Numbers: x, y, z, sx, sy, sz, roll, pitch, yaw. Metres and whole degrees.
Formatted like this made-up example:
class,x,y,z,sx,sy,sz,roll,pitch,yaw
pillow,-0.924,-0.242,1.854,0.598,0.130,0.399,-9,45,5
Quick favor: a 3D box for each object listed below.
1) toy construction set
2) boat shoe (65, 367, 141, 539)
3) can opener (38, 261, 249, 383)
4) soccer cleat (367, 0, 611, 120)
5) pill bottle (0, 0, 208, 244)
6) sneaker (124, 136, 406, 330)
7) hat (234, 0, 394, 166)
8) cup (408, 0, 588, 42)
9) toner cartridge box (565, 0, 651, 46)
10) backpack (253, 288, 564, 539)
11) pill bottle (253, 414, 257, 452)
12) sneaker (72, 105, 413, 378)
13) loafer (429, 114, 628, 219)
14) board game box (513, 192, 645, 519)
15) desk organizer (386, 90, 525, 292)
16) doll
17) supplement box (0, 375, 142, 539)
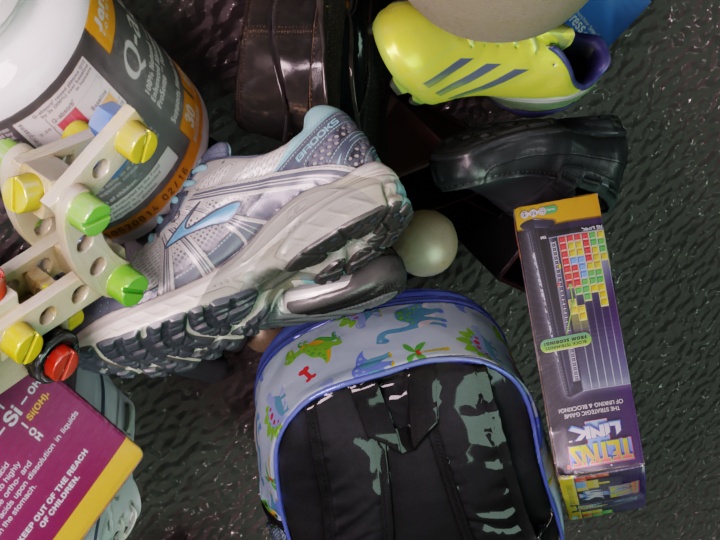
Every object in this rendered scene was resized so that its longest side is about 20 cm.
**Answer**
class,x,y,z,sx,sy,sz,roll,pitch,yaw
toy construction set,-0.183,0.005,0.950,0.199,0.092,0.132,-23,139,-24
boat shoe,-0.156,0.130,1.171,0.067,0.201,0.073,33,127,-28
can opener,-0.145,0.039,1.235,0.199,0.067,0.053,19,114,-44
soccer cleat,0.078,-0.133,1.189,0.083,0.065,0.200,-24,164,31
pill bottle,-0.168,-0.103,1.031,0.116,0.116,0.200,-42,145,-1
sneaker,-0.067,-0.024,1.138,0.199,0.116,0.075,-12,173,36
hat,-0.033,-0.113,1.165,0.080,0.202,0.201,-2,143,12
cup,0.076,-0.209,1.088,0.199,0.200,0.144,-28,144,-19
toner cartridge box,0.103,-0.191,1.262,0.095,0.043,0.200,-48,144,4
backpack,0.022,0.108,1.245,0.182,0.147,0.201,-14,126,-2
pill bottle,0.021,0.128,1.444,0.114,0.114,0.200,-48,144,7
sneaker,-0.073,-0.014,1.059,0.199,0.087,0.078,-28,157,6
loafer,0.111,-0.059,1.257,0.200,0.068,0.071,-9,94,-56
board game box,0.139,0.060,1.263,0.056,0.167,0.200,-11,166,5
desk organizer,0.073,-0.048,1.348,0.072,0.077,0.199,-52,143,12
doll,0.000,0.000,1.264,0.136,0.049,0.200,-17,173,-32
supplement box,-0.235,0.067,1.070,0.103,0.131,0.200,-54,129,-13
